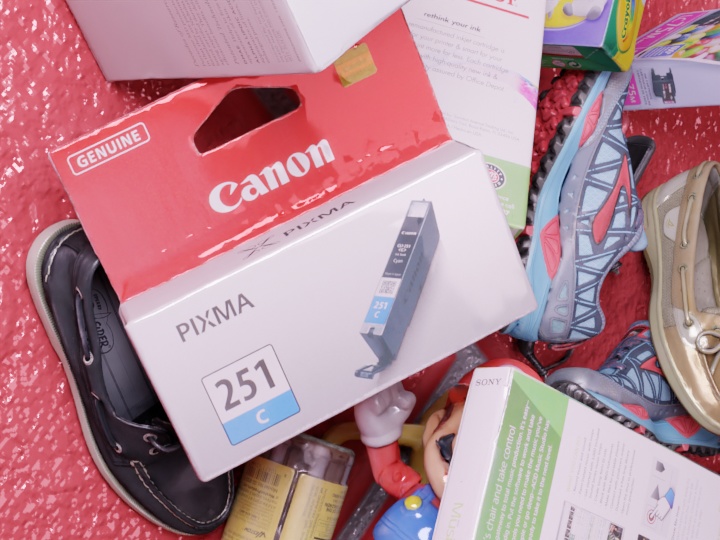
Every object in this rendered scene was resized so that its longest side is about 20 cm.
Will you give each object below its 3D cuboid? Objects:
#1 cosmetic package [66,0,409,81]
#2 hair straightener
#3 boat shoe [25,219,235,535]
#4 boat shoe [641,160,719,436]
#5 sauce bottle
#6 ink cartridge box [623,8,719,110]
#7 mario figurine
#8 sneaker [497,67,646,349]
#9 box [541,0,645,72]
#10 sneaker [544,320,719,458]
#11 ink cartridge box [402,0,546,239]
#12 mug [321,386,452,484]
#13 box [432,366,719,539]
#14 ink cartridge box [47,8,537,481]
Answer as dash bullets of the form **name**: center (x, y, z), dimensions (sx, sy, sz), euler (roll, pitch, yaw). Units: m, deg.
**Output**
- **cosmetic package**: center (-0.058, -0.155, 0.677), dimensions (0.113, 0.199, 0.082), euler (-39, 116, -27)
- **hair straightener**: center (0.167, -0.008, 0.978), dimensions (0.077, 0.041, 0.202), euler (29, 76, -37)
- **boat shoe**: center (-0.110, 0.065, 0.739), dimensions (0.074, 0.066, 0.202), euler (-32, 113, -33)
- **boat shoe**: center (0.251, 0.018, 0.982), dimensions (0.072, 0.063, 0.203), euler (19, 54, -30)
- **sauce bottle**: center (-0.062, 0.191, 0.793), dimensions (0.064, 0.064, 0.203), euler (24, 83, -38)
- **ink cartridge box**: center (0.269, -0.151, 0.946), dimensions (0.119, 0.199, 0.042), euler (-32, 114, -33)
- **mario figurine**: center (0.038, 0.136, 0.753), dimensions (0.123, 0.106, 0.201), euler (36, 82, -23)
- **sneaker**: center (0.149, -0.046, 0.919), dimensions (0.094, 0.079, 0.203), euler (18, 91, -18)
- **box**: center (0.138, -0.233, 0.882), dimensions (0.048, 0.116, 0.203), euler (27, 76, -52)
- **sneaker**: center (0.191, 0.083, 0.995), dimensions (0.199, 0.079, 0.097), euler (19, 66, -49)
- **ink cartridge box**: center (0.041, -0.113, 0.799), dimensions (0.115, 0.067, 0.203), euler (14, 64, -10)
- **mug**: center (0.075, 0.151, 0.857), dimensions (0.185, 0.148, 0.156), euler (21, 73, -45)
- **box**: center (0.122, 0.154, 0.736), dimensions (0.199, 0.036, 0.146), euler (29, 69, -34)
- **ink cartridge box**: center (-0.030, -0.018, 0.686), dimensions (0.198, 0.045, 0.178), euler (-27, 108, -9)
